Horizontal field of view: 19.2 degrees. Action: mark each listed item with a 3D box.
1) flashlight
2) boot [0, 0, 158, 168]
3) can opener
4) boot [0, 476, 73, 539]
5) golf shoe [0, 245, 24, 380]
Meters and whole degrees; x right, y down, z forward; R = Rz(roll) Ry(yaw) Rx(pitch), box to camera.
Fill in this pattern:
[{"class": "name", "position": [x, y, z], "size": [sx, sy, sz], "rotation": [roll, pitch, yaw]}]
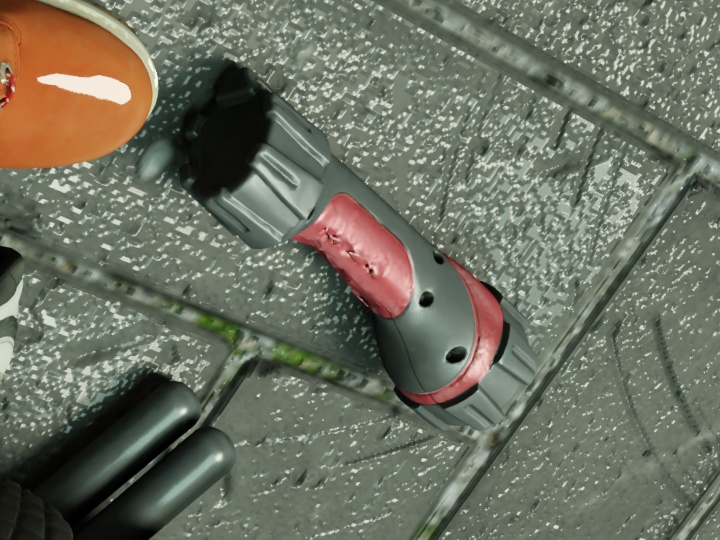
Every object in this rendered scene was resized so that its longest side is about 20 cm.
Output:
[{"class": "flashlight", "position": [0.000, 0.000, 0.911], "size": [0.068, 0.068, 0.200], "rotation": [-49, 134, 2]}, {"class": "boot", "position": [-0.151, -0.056, 0.756], "size": [0.199, 0.107, 0.076], "rotation": [2, 119, -34]}, {"class": "can opener", "position": [-0.140, 0.128, 0.938], "size": [0.200, 0.053, 0.066], "rotation": [-42, 167, 3]}, {"class": "boot", "position": [-0.203, 0.142, 0.827], "size": [0.198, 0.070, 0.133], "rotation": [8, 110, 15]}, {"class": "golf shoe", "position": [-0.212, 0.001, 0.789], "size": [0.199, 0.072, 0.093], "rotation": [25, 88, -47]}]
